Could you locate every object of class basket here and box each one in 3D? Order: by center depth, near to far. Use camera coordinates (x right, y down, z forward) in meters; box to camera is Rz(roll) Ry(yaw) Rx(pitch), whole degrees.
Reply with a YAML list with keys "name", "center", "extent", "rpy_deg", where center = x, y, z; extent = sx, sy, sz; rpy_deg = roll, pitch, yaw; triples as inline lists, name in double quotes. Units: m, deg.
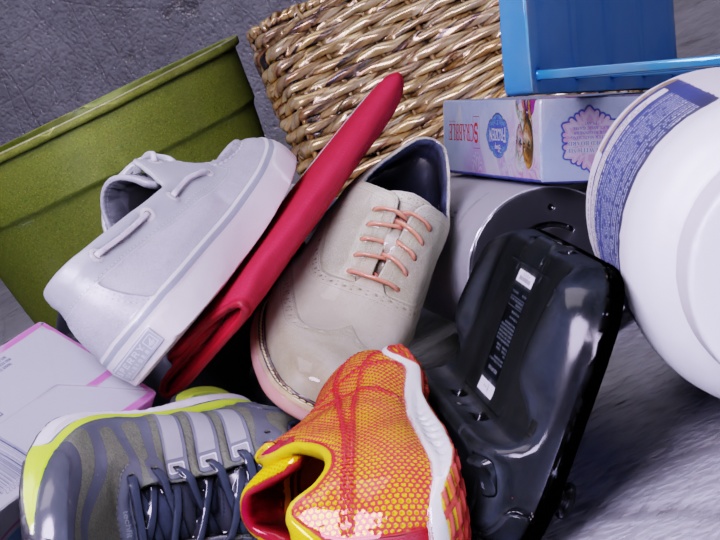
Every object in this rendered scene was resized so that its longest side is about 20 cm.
- name: "basket"
  center: [0.057, -0.094, 1.293]
  extent: [0.199, 0.149, 0.143]
  rpy_deg: [-25, -24, 4]

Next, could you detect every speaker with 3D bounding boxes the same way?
- name: "speaker"
  center: [0.071, -0.007, 1.106]
  extent: [0.081, 0.081, 0.200]
  rpy_deg: [-27, 8, -7]

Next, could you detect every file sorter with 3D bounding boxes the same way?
- name: "file sorter"
  center: [0.149, -0.153, 0.975]
  extent: [0.122, 0.139, 0.200]
  rpy_deg: [-3, 4, 26]

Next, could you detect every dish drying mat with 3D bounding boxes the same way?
- name: "dish drying mat"
  center: [-0.034, -0.020, 1.031]
  extent: [0.077, 0.018, 0.200]
  rpy_deg: [-46, 6, 41]

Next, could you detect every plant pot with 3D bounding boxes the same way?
- name: "plant pot"
  center: [-0.123, -0.009, 1.321]
  extent: [0.200, 0.194, 0.200]
  rpy_deg: [-25, 8, 4]

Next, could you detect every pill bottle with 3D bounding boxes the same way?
- name: "pill bottle"
  center: [0.144, -0.013, 0.797]
  extent: [0.111, 0.111, 0.200]
  rpy_deg: [-25, 8, 4]

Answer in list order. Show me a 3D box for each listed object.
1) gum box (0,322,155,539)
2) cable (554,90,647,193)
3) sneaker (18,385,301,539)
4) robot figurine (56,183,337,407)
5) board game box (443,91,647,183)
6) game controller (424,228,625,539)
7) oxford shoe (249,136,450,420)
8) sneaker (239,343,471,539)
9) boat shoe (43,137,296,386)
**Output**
- name: "gum box"
  center: [-0.175, 0.117, 0.911]
  extent: [0.200, 0.066, 0.114]
  rpy_deg: [-37, -28, -54]
- name: "cable"
  center: [0.122, -0.058, 1.316]
  extent: [0.199, 0.069, 0.200]
  rpy_deg: [-24, 8, 13]
- name: "sneaker"
  center: [-0.068, 0.088, 0.903]
  extent: [0.081, 0.074, 0.200]
  rpy_deg: [1, 11, 27]
- name: "robot figurine"
  center: [-0.071, 0.039, 1.118]
  extent: [0.200, 0.150, 0.125]
  rpy_deg: [-31, -33, -31]
- name: "board game box"
  center: [0.158, -0.068, 1.100]
  extent: [0.199, 0.041, 0.200]
  rpy_deg: [-2, 5, -10]
- name: "game controller"
  center: [0.059, 0.039, 0.834]
  extent: [0.105, 0.042, 0.200]
  rpy_deg: [-62, 8, 3]
- name: "oxford shoe"
  center: [0.000, 0.000, 1.008]
  extent: [0.200, 0.071, 0.074]
  rpy_deg: [-74, 11, -59]
- name: "sneaker"
  center: [-0.008, 0.071, 0.827]
  extent: [0.077, 0.073, 0.200]
  rpy_deg: [-6, 6, -4]
- name: "boat shoe"
  center: [-0.087, -0.020, 1.005]
  extent: [0.072, 0.068, 0.200]
  rpy_deg: [-46, 7, 35]
